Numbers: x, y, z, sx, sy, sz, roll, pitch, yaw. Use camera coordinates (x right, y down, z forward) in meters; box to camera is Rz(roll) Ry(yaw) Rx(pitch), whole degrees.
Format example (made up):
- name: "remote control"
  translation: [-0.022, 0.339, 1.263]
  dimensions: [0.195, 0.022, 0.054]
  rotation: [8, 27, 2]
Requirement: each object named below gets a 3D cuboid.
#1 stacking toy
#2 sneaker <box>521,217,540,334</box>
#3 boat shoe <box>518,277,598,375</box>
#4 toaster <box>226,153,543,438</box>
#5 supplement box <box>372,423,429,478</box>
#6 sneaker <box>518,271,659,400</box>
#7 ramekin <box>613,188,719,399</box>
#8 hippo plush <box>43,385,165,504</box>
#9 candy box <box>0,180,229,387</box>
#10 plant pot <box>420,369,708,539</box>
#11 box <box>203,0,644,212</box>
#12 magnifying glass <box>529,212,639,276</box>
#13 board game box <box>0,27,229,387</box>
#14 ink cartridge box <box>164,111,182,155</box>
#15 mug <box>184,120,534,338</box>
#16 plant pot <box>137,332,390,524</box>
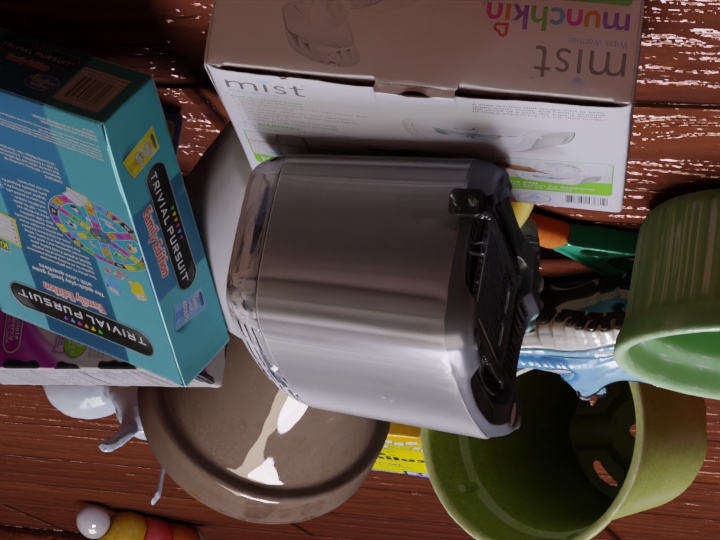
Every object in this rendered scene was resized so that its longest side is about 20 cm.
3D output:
- name: "stacking toy"
  translation: [-0.339, 0.401, 3.369]
  dimensions: [0.200, 0.146, 0.146]
  rotation: [39, 152, -28]
- name: "sneaker"
  translation: [0.045, -0.027, 1.492]
  dimensions: [0.200, 0.087, 0.078]
  rotation: [24, -160, 39]
- name: "boat shoe"
  translation: [0.124, 0.041, 1.707]
  dimensions: [0.200, 0.075, 0.062]
  rotation: [-7, 152, 36]
- name: "toaster"
  translation: [0.013, 0.009, 1.150]
  dimensions: [0.129, 0.114, 0.200]
  rotation: [5, 160, 15]
- name: "supplement box"
  translation: [0.017, 0.104, 1.932]
  dimensions: [0.109, 0.110, 0.200]
  rotation: [5, 165, 10]
- name: "sneaker"
  translation: [0.141, 0.060, 1.613]
  dimensions: [0.200, 0.078, 0.090]
  rotation: [-1, 129, 42]
- name: "ramekin"
  translation: [0.265, 0.017, 1.461]
  dimensions: [0.199, 0.098, 0.200]
  rotation: [6, 165, 2]
- name: "hippo plush"
  translation: [-0.178, 0.098, 1.893]
  dimensions: [0.161, 0.200, 0.159]
  rotation: [7, 147, 39]
- name: "candy box"
  translation: [-0.185, 0.011, 1.616]
  dimensions: [0.200, 0.137, 0.061]
  rotation: [-2, 165, 31]
- name: "plant pot"
  translation: [0.181, 0.125, 1.820]
  dimensions: [0.200, 0.201, 0.184]
  rotation: [-2, 175, 36]
- name: "box"
  translation: [0.037, -0.102, 1.121]
  dimensions: [0.199, 0.097, 0.177]
  rotation: [6, 165, 8]
- name: "magnifying glass"
  translation: [0.153, -0.018, 1.554]
  dimensions: [0.200, 0.022, 0.080]
  rotation: [16, 164, -27]
- name: "board game box"
  translation: [-0.165, -0.040, 1.308]
  dimensions: [0.151, 0.047, 0.200]
  rotation: [20, 141, 31]
- name: "ink cartridge box"
  translation: [-0.222, -0.066, 1.454]
  dimensions: [0.199, 0.077, 0.136]
  rotation: [9, 166, -9]
- name: "mug"
  translation: [-0.009, -0.055, 1.315]
  dimensions: [0.186, 0.150, 0.153]
  rotation: [-29, 167, -20]
- name: "plant pot"
  translation: [-0.056, 0.068, 1.717]
  dimensions: [0.200, 0.201, 0.175]
  rotation: [11, 149, -13]
